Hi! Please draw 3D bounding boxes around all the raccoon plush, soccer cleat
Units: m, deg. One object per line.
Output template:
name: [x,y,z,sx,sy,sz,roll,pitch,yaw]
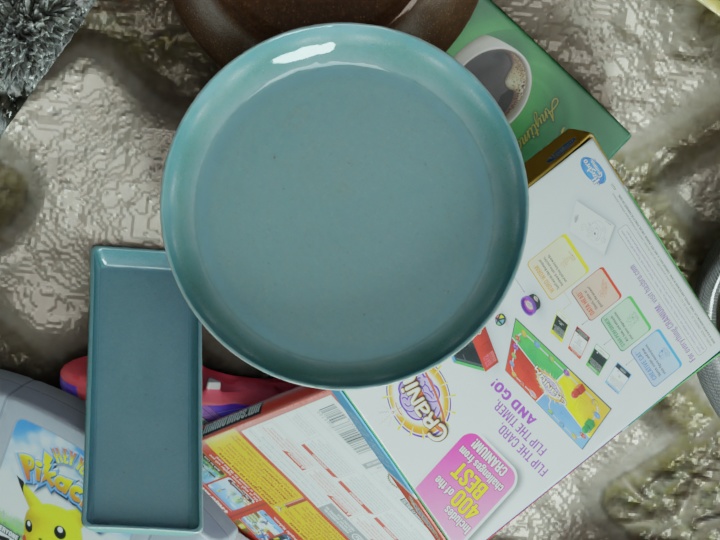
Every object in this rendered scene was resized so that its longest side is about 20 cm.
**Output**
raccoon plush: [-0.230,-0.151,1.273,0.134,0.097,0.201,35,62,-13]
soccer cleat: [-0.090,0.094,1.413,0.198,0.067,0.077,7,110,-13]

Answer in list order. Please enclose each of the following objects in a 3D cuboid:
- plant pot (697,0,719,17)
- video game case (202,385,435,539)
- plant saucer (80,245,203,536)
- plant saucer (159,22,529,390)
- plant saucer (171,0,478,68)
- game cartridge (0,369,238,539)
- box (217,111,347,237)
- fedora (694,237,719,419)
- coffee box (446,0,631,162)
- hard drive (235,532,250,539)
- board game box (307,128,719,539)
plant pot: [0.269,-0.217,1.298,0.195,0.200,0.195,33,99,-17]
video game case: [-0.044,0.140,1.391,0.199,0.018,0.143,-23,122,33]
plant saucer: [-0.129,0.071,1.347,0.069,0.201,0.019,4,143,-9]
plant saucer: [-0.009,-0.033,1.227,0.198,0.027,0.202,0,78,-1]
plant saucer: [-0.023,-0.197,1.316,0.198,0.037,0.203,0,94,6]
game cartridge: [-0.175,0.148,1.374,0.199,0.040,0.134,29,112,15]
box: [0.000,0.000,1.344,0.200,0.148,0.105,38,87,-16]
fedora: [0.302,0.039,1.419,0.177,0.090,0.200,-39,90,30]
coffee box: [0.054,-0.106,1.382,0.200,0.044,0.123,39,97,-16]
hard drive: [-0.092,0.222,1.442,0.199,0.025,0.132,37,126,-16]
board game box: [0.086,0.041,1.276,0.199,0.040,0.154,-37,106,-8]
